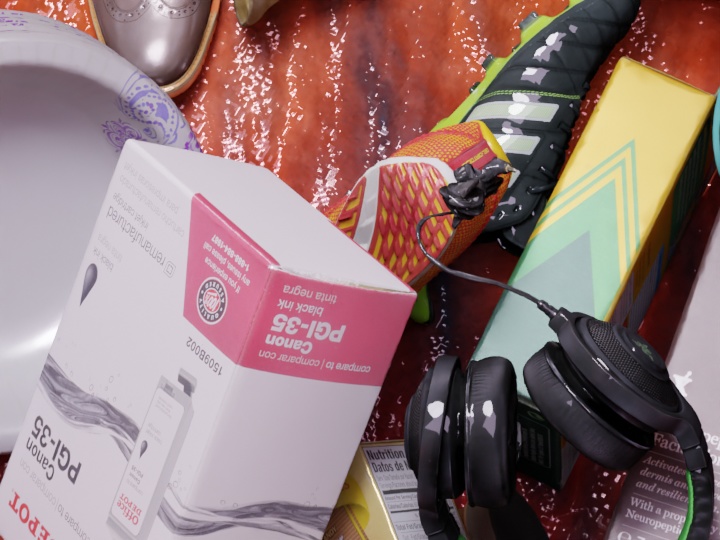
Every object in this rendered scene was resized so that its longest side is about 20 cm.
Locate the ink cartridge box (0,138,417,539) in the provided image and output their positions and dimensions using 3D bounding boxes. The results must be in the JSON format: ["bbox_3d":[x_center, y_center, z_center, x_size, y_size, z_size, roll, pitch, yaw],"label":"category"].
[{"bbox_3d":[-0.074,0.064,1.128,0.146,0.082,0.201,39,112,49],"label":"ink cartridge box"}]

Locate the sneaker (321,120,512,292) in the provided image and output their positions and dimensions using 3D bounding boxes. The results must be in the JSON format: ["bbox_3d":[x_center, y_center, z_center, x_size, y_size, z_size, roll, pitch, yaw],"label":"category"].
[{"bbox_3d":[0.000,0.000,1.190,0.077,0.200,0.073,-30,88,-48],"label":"sneaker"}]

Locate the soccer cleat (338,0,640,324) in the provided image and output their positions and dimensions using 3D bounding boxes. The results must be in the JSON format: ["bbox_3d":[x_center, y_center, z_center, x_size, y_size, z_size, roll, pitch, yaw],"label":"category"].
[{"bbox_3d":[0.075,-0.059,1.248,0.200,0.068,0.081,-45,82,-4],"label":"soccer cleat"}]

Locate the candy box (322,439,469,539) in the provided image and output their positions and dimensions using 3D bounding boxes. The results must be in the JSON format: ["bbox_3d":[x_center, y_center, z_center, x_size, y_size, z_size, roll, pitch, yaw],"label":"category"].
[{"bbox_3d":[0.013,0.190,1.136,0.115,0.055,0.201,-36,66,35],"label":"candy box"}]

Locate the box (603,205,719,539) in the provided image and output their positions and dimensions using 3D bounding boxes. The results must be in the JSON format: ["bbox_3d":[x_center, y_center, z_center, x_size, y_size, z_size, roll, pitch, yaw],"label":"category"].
[{"bbox_3d":[0.186,0.059,1.142,0.100,0.075,0.201,17,72,14],"label":"box"}]

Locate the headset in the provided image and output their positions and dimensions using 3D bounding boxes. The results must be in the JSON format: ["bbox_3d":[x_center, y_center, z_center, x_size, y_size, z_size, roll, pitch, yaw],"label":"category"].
[{"bbox_3d":[0.075,0.054,1.079,0.123,0.094,0.201,-19,101,13],"label":"headset"}]

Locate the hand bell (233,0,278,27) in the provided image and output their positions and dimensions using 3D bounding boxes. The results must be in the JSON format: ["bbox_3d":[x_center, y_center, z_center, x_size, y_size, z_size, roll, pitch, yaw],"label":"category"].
[{"bbox_3d":[0.035,-0.181,1.292,0.199,0.104,0.105,-4,70,-10],"label":"hand bell"}]

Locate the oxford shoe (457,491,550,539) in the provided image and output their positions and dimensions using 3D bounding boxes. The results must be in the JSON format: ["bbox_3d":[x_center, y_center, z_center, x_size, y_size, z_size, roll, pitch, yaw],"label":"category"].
[{"bbox_3d":[0.074,0.204,1.162,0.071,0.071,0.201,-29,69,25],"label":"oxford shoe"}]

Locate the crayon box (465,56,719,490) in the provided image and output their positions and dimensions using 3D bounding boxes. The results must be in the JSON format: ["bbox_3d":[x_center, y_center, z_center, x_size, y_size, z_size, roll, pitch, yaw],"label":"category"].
[{"bbox_3d":[0.114,-0.010,1.190,0.051,0.126,0.201,25,74,13],"label":"crayon box"}]

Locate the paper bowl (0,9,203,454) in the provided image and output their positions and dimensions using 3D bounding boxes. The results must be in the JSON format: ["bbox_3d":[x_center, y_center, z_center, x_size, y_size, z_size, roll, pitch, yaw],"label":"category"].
[{"bbox_3d":[-0.175,-0.023,1.201,0.199,0.104,0.202,-7,109,-20],"label":"paper bowl"}]

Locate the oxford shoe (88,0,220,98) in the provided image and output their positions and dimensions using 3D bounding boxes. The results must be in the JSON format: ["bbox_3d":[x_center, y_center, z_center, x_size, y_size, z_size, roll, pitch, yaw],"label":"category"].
[{"bbox_3d":[-0.110,-0.186,1.298,0.071,0.073,0.201,-4,71,3],"label":"oxford shoe"}]

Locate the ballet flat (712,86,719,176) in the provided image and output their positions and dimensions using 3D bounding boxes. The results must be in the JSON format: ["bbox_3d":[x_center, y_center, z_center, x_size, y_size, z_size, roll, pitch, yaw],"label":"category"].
[{"bbox_3d":[0.208,-0.095,1.148,0.070,0.071,0.200,18,31,11],"label":"ballet flat"}]
